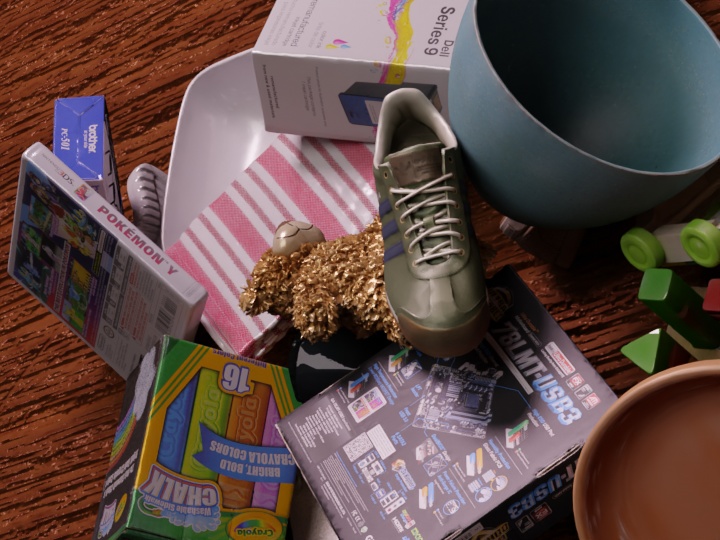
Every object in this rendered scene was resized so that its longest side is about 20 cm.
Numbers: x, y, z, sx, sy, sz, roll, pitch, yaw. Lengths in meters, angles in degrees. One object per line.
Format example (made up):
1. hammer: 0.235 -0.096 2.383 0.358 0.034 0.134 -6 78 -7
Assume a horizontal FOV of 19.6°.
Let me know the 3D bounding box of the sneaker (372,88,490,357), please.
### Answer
1. sneaker: 0.039 -0.040 1.367 0.067 0.090 0.200 -11 41 4

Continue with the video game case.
1. video game case: -0.205 0.009 1.666 0.182 0.200 0.023 41 62 9

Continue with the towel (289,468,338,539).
1. towel: 0.008 0.171 1.543 0.132 0.034 0.200 -31 50 23

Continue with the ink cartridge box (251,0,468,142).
1. ink cartridge box: 0.035 -0.172 1.603 0.200 0.088 0.145 9 47 16

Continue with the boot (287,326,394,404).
1. boot: 0.032 0.093 1.499 0.168 0.076 0.200 0 56 12

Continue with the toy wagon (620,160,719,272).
1. toy wagon: 0.247 -0.052 1.428 0.155 0.040 0.200 -39 14 -24

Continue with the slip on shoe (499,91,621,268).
1. slip on shoe: 0.184 -0.092 1.537 0.061 0.076 0.200 37 82 6

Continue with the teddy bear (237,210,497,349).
1. teddy bear: 0.000 0.000 1.454 0.145 0.067 0.200 -41 33 -15

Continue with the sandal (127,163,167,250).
1. sandal: -0.172 -0.012 1.769 0.050 0.082 0.203 -43 28 25

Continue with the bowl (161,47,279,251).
1. bowl: -0.061 -0.091 1.725 0.200 0.075 0.200 -14 58 34

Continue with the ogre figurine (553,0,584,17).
1. ogre figurine: 0.175 -0.233 1.541 0.098 0.200 0.120 1 83 13

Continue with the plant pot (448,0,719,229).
1. plant pot: 0.140 -0.105 1.429 0.135 0.200 0.200 124 146 -46

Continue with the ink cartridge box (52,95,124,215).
1. ink cartridge box: -0.223 -0.042 1.746 0.044 0.200 0.094 -3 51 -2

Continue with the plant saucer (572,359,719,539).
1. plant saucer: 0.229 0.140 1.255 0.200 0.200 0.037 -25 13 27

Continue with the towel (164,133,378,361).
1. towel: -0.054 -0.033 1.619 0.200 0.030 0.146 -44 48 6

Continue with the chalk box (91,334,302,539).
1. chalk box: -0.123 0.171 1.559 0.125 0.124 0.200 137 146 -63

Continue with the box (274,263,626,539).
1. box: 0.063 0.110 1.366 0.198 0.050 0.200 -34 36 -1

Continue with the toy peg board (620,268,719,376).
1. toy peg board: 0.251 0.092 1.343 0.199 0.098 0.200 2 68 41
